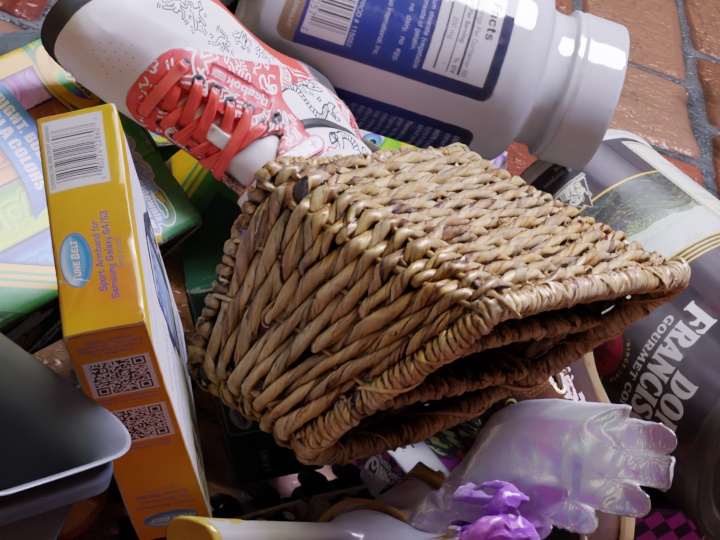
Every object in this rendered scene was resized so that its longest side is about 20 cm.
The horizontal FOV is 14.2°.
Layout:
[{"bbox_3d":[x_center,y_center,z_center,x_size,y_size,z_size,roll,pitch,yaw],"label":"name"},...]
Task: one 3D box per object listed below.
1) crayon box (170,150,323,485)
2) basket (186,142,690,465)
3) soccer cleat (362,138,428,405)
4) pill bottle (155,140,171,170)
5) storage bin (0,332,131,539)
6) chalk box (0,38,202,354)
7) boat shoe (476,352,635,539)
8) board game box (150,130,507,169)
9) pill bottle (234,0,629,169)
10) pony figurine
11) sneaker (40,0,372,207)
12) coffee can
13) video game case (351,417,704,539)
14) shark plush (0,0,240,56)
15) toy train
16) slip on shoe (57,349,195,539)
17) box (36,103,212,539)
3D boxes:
[{"bbox_3d":[-0.063,0.001,1.514,0.052,0.126,0.200,-11,35,1],"label":"crayon box"},{"bbox_3d":[0.035,0.034,1.359,0.149,0.143,0.200,30,19,25],"label":"basket"},{"bbox_3d":[0.000,0.000,1.557,0.077,0.069,0.200,15,37,-32],"label":"soccer cleat"},{"bbox_3d":[-0.208,-0.053,1.558,0.200,0.114,0.114,17,23,-9],"label":"pill bottle"},{"bbox_3d":[-0.219,0.090,1.199,0.200,0.134,0.145,32,24,25],"label":"storage bin"},{"bbox_3d":[-0.174,-0.029,1.419,0.200,0.125,0.124,-31,85,-46],"label":"chalk box"},{"bbox_3d":[0.087,0.066,1.482,0.070,0.070,0.200,6,59,-32],"label":"boat shoe"},{"bbox_3d":[-0.025,-0.055,1.697,0.200,0.103,0.105,24,-10,6],"label":"board game box"},{"bbox_3d":[0.036,-0.122,1.532,0.200,0.111,0.111,17,23,-9],"label":"pill bottle"},{"bbox_3d":[0.037,0.136,1.323,0.193,0.167,0.200,14,17,31],"label":"pony figurine"},{"bbox_3d":[-0.060,-0.071,1.396,0.201,0.067,0.108,24,27,-48],"label":"sneaker"},{"bbox_3d":[0.173,0.035,1.569,0.146,0.147,0.200,-1,32,-43],"label":"coffee can"},{"bbox_3d":[0.068,0.091,1.584,0.200,0.036,0.181,5,29,-35],"label":"video game case"},{"bbox_3d":[-0.146,-0.119,1.614,0.200,0.083,0.091,-16,20,38],"label":"shark plush"},{"bbox_3d":[-0.047,0.128,1.400,0.046,0.034,0.200,39,28,28],"label":"toy train"},{"bbox_3d":[-0.125,0.083,1.407,0.061,0.074,0.200,58,18,-3],"label":"slip on shoe"},{"bbox_3d":[-0.103,0.033,1.294,0.041,0.200,0.119,-10,55,-1],"label":"box"}]
